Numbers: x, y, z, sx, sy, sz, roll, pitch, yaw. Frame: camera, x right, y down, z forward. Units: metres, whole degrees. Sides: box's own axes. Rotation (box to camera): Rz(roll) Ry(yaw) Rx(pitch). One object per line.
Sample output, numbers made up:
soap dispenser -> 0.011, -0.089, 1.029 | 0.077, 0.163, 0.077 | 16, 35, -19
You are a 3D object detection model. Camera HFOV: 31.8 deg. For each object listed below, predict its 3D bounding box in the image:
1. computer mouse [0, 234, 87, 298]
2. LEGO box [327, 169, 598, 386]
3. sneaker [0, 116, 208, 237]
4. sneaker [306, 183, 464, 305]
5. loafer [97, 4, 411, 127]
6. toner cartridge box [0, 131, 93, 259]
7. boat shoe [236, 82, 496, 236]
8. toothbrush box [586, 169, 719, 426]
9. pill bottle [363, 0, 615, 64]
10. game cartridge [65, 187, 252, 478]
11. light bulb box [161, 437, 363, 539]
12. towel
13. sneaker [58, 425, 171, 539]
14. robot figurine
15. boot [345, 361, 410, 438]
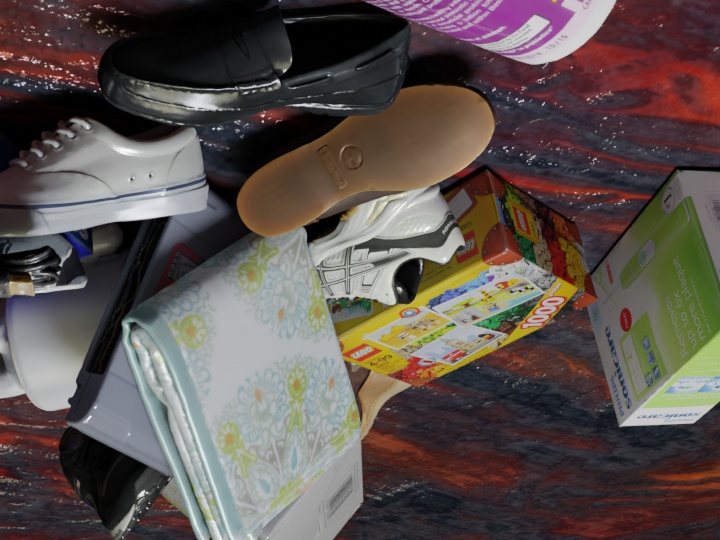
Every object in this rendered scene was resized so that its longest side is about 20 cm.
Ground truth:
computer mouse -> -0.233, -0.006, 0.831 | 0.108, 0.045, 0.200 | -4, -179, 0
LEGO box -> 0.077, 0.013, 1.076 | 0.199, 0.078, 0.148 | -29, 147, 31
sneaker -> -0.193, -0.065, 0.832 | 0.198, 0.072, 0.073 | -12, -168, -37
sneaker -> 0.000, 0.000, 0.993 | 0.199, 0.088, 0.075 | -37, -179, 44
loafer -> -0.062, -0.133, 0.782 | 0.197, 0.069, 0.071 | -5, 144, -21
toner cartridge box -> -0.275, -0.056, 0.870 | 0.094, 0.044, 0.200 | -19, 151, 12
boat shoe -> 0.005, -0.085, 0.899 | 0.197, 0.071, 0.070 | -18, -170, 19
toothbrush box -> 0.284, 0.028, 1.101 | 0.085, 0.148, 0.201 | -1, 151, -17
pill bottle -> 0.040, -0.188, 0.664 | 0.198, 0.114, 0.112 | 12, 145, -36
game cartridge -> -0.129, 0.044, 0.936 | 0.040, 0.203, 0.133 | 7, 159, 37
light bulb box -> -0.110, 0.161, 1.126 | 0.125, 0.199, 0.199 | -47, 161, -21
towel -> -0.081, 0.084, 0.934 | 0.048, 0.203, 0.171 | 1, -153, 38
sneaker -> -0.210, 0.164, 1.028 | 0.087, 0.076, 0.200 | 41, 158, -7
robot figurine -> -0.202, 0.044, 1.001 | 0.197, 0.113, 0.172 | -11, 119, 2
boot -> -0.052, 0.103, 1.232 | 0.164, 0.073, 0.200 | 18, 144, -22
